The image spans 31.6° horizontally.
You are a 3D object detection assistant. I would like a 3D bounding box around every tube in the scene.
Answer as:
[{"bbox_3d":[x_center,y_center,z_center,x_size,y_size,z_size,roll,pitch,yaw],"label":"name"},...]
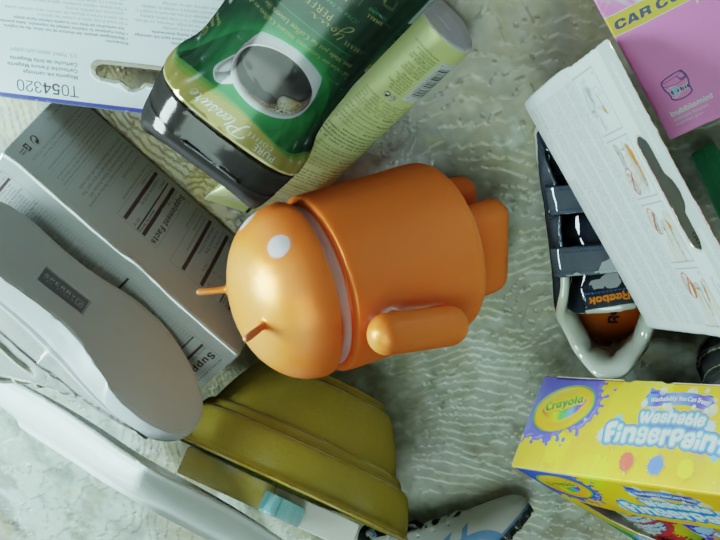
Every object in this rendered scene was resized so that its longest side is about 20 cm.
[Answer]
[{"bbox_3d":[-0.014,-0.098,0.825,0.058,0.052,0.200,43,120,-9],"label":"tube"}]

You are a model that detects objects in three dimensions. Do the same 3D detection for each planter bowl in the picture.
[{"bbox_3d":[-0.038,0.118,0.913,0.199,0.200,0.084,26,79,-4],"label":"planter bowl"}]

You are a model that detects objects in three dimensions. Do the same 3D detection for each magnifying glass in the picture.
[{"bbox_3d":[0.223,-0.016,0.735,0.022,0.200,0.080,-27,109,16],"label":"magnifying glass"}]

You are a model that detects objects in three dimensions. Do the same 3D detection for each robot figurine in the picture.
[{"bbox_3d":[0.001,0.000,0.810,0.145,0.198,0.117,66,156,16],"label":"robot figurine"}]

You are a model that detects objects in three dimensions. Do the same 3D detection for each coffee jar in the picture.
[{"bbox_3d":[-0.039,-0.138,0.745,0.104,0.086,0.200,36,109,-16],"label":"coffee jar"}]

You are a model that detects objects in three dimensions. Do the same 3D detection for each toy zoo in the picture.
[{"bbox_3d":[-0.071,0.164,0.928,0.130,0.200,0.021,25,79,-3],"label":"toy zoo"}]

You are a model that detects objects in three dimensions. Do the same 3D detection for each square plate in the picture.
[{"bbox_3d":[-0.152,0.144,0.889,0.197,0.029,0.200,21,165,42],"label":"square plate"}]

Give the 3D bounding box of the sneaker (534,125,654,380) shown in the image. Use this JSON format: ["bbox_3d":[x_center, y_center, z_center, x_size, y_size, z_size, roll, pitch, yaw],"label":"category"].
[{"bbox_3d":[0.157,-0.024,0.818,0.077,0.080,0.202,-8,117,17],"label":"sneaker"}]

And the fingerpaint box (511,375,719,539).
[{"bbox_3d":[0.225,0.138,0.817,0.166,0.074,0.199,33,161,-28],"label":"fingerpaint box"}]

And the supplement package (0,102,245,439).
[{"bbox_3d":[-0.175,-0.004,0.878,0.200,0.110,0.114,42,119,-14],"label":"supplement package"}]

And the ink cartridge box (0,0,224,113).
[{"bbox_3d":[-0.141,-0.199,0.797,0.194,0.043,0.202,7,123,5],"label":"ink cartridge box"}]

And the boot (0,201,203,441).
[{"bbox_3d":[-0.197,0.048,0.816,0.200,0.074,0.095,45,129,-10],"label":"boot"}]

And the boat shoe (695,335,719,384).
[{"bbox_3d":[0.308,0.116,0.876,0.199,0.068,0.072,38,119,-13],"label":"boat shoe"}]

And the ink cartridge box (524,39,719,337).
[{"bbox_3d":[0.161,-0.046,0.684,0.047,0.200,0.161,-29,91,-4],"label":"ink cartridge box"}]

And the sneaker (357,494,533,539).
[{"bbox_3d":[0.042,0.220,0.994,0.199,0.072,0.073,-31,83,19],"label":"sneaker"}]

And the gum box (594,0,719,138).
[{"bbox_3d":[0.157,-0.176,0.661,0.066,0.201,0.114,-24,121,23],"label":"gum box"}]
